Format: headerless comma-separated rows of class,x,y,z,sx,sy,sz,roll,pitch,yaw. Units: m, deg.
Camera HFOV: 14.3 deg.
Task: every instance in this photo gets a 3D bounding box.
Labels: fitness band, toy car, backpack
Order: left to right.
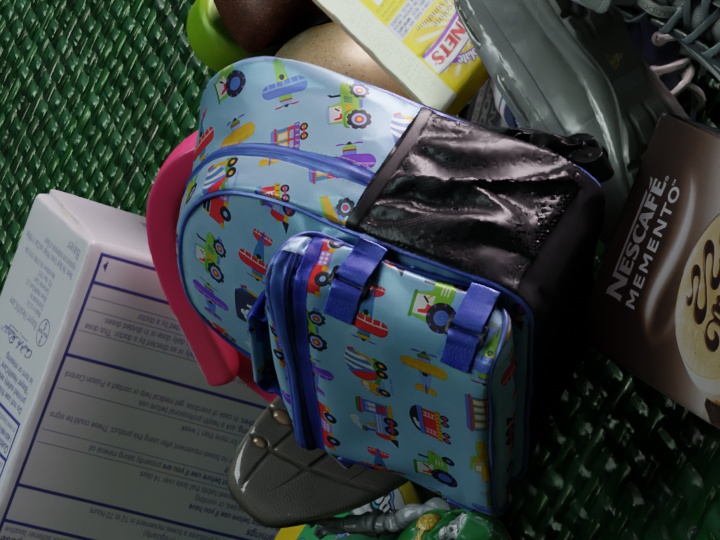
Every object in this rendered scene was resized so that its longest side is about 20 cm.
fitness band,-0.030,0.003,1.500,0.143,0.200,0.037,-7,35,23
backpack,0.000,0.000,1.308,0.183,0.200,0.135,91,-155,-56
toy car,0.007,-0.098,1.542,0.164,0.158,0.200,134,129,-57

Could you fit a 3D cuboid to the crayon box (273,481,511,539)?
crayon box,0.011,0.191,1.454,0.173,0.058,0.200,-58,32,21

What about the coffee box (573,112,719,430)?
coffee box,0.186,0.017,1.212,0.200,0.080,0.113,33,106,60

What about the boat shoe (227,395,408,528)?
boat shoe,0.020,0.068,1.421,0.075,0.200,0.073,52,158,13

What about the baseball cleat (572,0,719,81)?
baseball cleat,0.145,-0.113,1.269,0.200,0.106,0.070,46,130,33

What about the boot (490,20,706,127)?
boot,0.148,-0.113,1.378,0.200,0.073,0.090,-50,55,35

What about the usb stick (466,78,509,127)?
usb stick,0.081,-0.091,1.506,0.055,0.033,0.200,14,88,55

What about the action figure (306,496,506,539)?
action figure,-0.001,0.156,1.387,0.200,0.055,0.118,-33,44,40

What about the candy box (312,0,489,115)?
candy box,0.070,-0.180,1.421,0.102,0.026,0.200,45,105,17

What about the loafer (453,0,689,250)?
loafer,0.105,-0.069,1.337,0.070,0.070,0.200,-29,86,46

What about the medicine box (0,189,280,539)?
medicine box,-0.120,0.082,1.614,0.103,0.182,0.200,37,108,60
